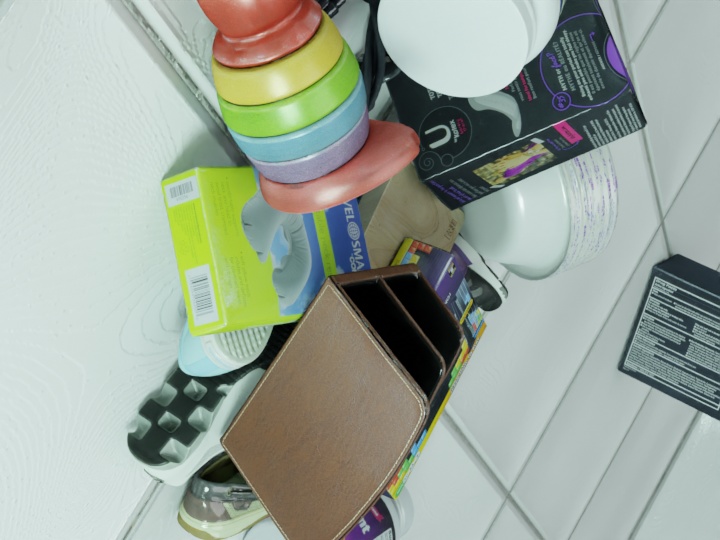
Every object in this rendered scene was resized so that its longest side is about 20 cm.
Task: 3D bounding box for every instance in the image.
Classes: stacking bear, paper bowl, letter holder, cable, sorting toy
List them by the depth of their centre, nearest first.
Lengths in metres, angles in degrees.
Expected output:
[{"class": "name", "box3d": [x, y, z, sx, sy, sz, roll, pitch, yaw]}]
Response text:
[{"class": "stacking bear", "box3d": [-0.055, -0.151, 1.026, 0.114, 0.121, 0.201, -39, 128, -21]}, {"class": "letter holder", "box3d": [0.001, 0.117, 1.139, 0.100, 0.142, 0.200, -9, 142, -46]}, {"class": "cable", "box3d": [-0.022, -0.176, 1.161, 0.200, 0.051, 0.164, -40, 146, -40]}, {"class": "sorting toy", "box3d": [0.000, 0.000, 1.343, 0.200, 0.069, 0.200, -64, 156, -4]}, {"class": "paper bowl", "box3d": [0.154, -0.087, 1.420, 0.104, 0.201, 0.202, -21, 136, -26]}]

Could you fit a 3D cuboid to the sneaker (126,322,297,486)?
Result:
[{"class": "sneaker", "box3d": [-0.114, 0.098, 1.227, 0.200, 0.074, 0.089, -46, 154, -16]}]

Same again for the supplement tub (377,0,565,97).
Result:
[{"class": "supplement tub", "box3d": [0.102, -0.249, 1.169, 0.146, 0.144, 0.201, 88, 20, -46]}]

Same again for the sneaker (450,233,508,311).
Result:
[{"class": "sneaker", "box3d": [0.093, 0.012, 1.566, 0.088, 0.076, 0.200, -47, 150, -1]}]

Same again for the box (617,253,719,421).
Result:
[{"class": "box", "box3d": [0.564, 0.107, 2.397, 0.123, 0.199, 0.199, -22, 133, -54]}]

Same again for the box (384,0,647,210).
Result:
[{"class": "box", "box3d": [0.138, -0.155, 1.288, 0.199, 0.123, 0.106, -22, 162, 13]}]

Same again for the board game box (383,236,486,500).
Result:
[{"class": "board game box", "box3d": [0.039, 0.095, 1.346, 0.201, 0.056, 0.165, -61, 156, -15]}]

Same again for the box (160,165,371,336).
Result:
[{"class": "box", "box3d": [-0.061, -0.020, 1.137, 0.199, 0.047, 0.123, -7, 84, -50]}]

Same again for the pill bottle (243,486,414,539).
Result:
[{"class": "pill bottle", "box3d": [-0.027, 0.280, 1.515, 0.200, 0.111, 0.112, -22, 133, -56]}]

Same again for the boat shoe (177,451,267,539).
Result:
[{"class": "boat shoe", "box3d": [-0.089, 0.188, 1.355, 0.200, 0.072, 0.066, -23, 139, -49]}]

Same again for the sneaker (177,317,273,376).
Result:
[{"class": "sneaker", "box3d": [-0.098, 0.006, 1.189, 0.074, 0.082, 0.200, 49, 45, -19]}]
